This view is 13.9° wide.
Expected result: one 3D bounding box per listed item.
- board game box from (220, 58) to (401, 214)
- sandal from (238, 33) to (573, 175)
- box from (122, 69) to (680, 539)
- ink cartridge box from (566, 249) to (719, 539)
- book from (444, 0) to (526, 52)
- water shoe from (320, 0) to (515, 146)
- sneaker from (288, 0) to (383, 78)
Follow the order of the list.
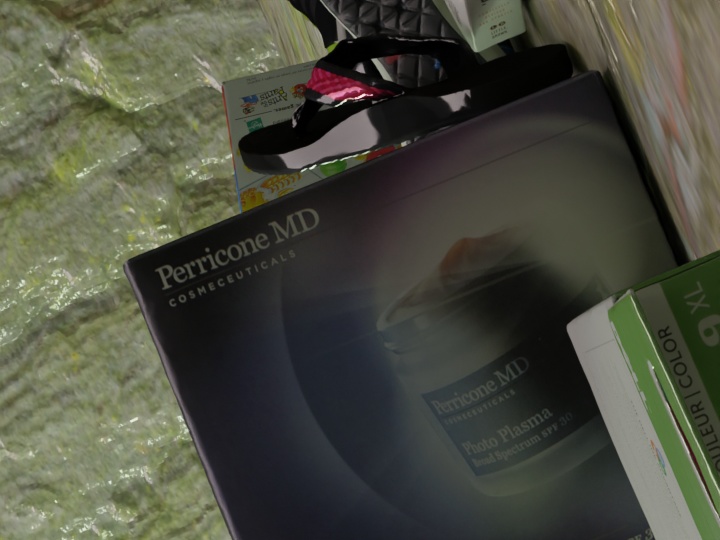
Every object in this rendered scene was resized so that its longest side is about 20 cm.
[{"bbox_3d":[0.000,0.000,1.512,0.103,0.104,0.201,71,-172,-57],"label":"board game box"},{"bbox_3d":[0.014,-0.080,1.251,0.200,0.075,0.045,-13,105,54],"label":"sandal"},{"bbox_3d":[0.036,0.054,1.152,0.123,0.199,0.199,83,164,-83],"label":"box"},{"bbox_3d":[0.118,0.047,0.919,0.200,0.059,0.104,101,146,-86],"label":"ink cartridge box"},{"bbox_3d":[0.019,-0.190,1.205,0.200,0.048,0.134,70,174,-67],"label":"book"},{"bbox_3d":[0.048,-0.096,1.342,0.201,0.071,0.079,61,-148,-2],"label":"water shoe"},{"bbox_3d":[0.001,-0.140,1.442,0.083,0.071,0.201,-50,43,49],"label":"sneaker"}]
